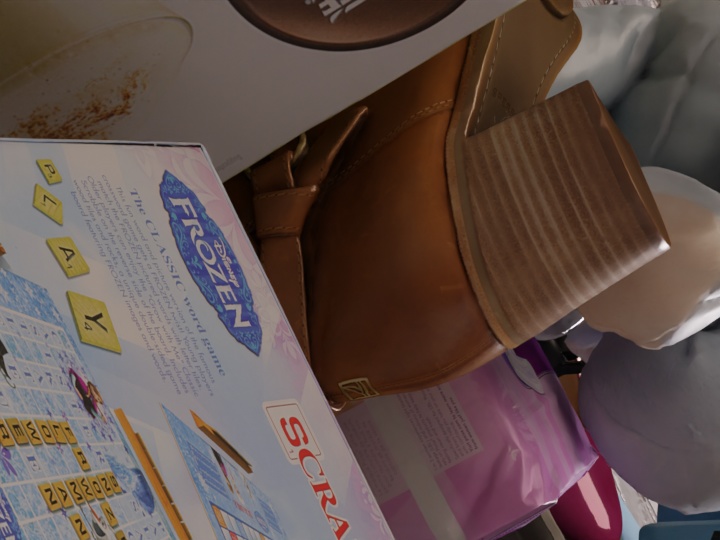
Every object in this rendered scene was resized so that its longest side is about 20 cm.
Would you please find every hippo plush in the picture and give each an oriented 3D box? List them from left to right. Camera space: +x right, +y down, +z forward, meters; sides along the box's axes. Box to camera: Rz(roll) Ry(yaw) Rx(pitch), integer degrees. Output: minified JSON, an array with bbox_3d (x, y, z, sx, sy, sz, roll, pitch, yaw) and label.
[{"bbox_3d":[0.096,-0.010,0.840,0.201,0.158,0.161,-84,177,-45],"label":"hippo plush"}]

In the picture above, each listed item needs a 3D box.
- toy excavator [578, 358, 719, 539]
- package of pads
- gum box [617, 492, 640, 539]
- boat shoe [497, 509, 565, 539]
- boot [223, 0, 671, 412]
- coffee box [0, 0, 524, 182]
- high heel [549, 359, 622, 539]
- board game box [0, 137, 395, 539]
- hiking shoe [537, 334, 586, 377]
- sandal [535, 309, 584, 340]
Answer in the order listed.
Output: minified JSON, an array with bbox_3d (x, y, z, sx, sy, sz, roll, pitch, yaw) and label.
[{"bbox_3d":[0.167,0.094,1.091,0.100,0.194,0.201,40,52,-55],"label":"toy excavator"},{"bbox_3d":[0.000,0.000,0.835,0.201,0.075,0.120,62,14,3],"label":"package of pads"},{"bbox_3d":[0.135,0.195,1.110,0.200,0.044,0.170,57,13,-13],"label":"gum box"},{"bbox_3d":[0.046,0.103,0.971,0.067,0.057,0.201,93,-11,-46],"label":"boat shoe"},{"bbox_3d":[-0.008,-0.046,0.735,0.074,0.154,0.201,54,15,-44],"label":"boot"},{"bbox_3d":[-0.078,-0.154,0.686,0.198,0.199,0.200,51,15,-38],"label":"coffee box"},{"bbox_3d":[0.082,0.023,1.071,0.067,0.096,0.200,14,39,-49],"label":"high heel"},{"bbox_3d":[-0.060,0.064,0.543,0.199,0.041,0.201,-2,63,-60],"label":"board game box"},{"bbox_3d":[0.024,-0.023,0.975,0.201,0.100,0.076,65,3,23],"label":"hiking shoe"},{"bbox_3d":[0.033,-0.073,0.911,0.079,0.059,0.208,-15,94,-41],"label":"sandal"}]
